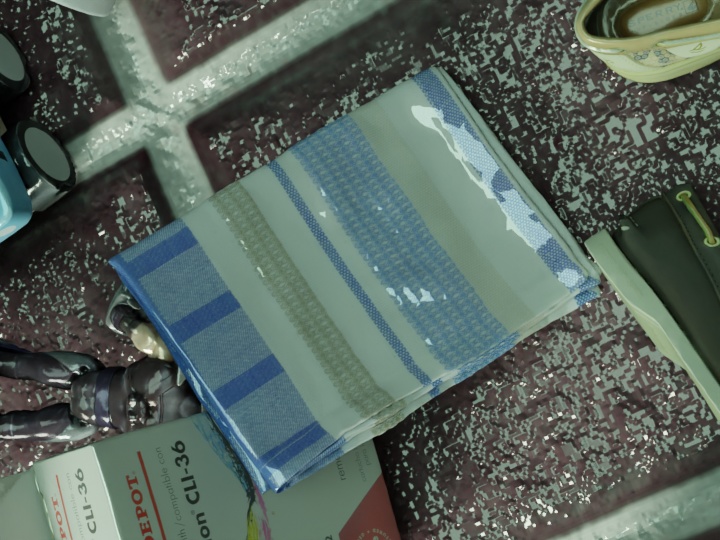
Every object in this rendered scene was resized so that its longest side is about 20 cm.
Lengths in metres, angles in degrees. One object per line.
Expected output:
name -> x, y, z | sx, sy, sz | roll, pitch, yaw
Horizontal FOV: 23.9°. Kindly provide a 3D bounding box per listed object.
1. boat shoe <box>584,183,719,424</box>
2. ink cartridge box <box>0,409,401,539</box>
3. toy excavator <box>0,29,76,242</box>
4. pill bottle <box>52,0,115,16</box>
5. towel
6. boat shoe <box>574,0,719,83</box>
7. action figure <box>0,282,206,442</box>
boat shoe -> 0.176, 0.041, 0.756 | 0.061, 0.072, 0.201 | -37, 57, 5
ink cartridge box -> -0.080, 0.130, 0.817 | 0.067, 0.200, 0.117 | -23, 82, 50
toy excavator -> -0.238, -0.036, 0.881 | 0.100, 0.200, 0.195 | -31, 80, 21
pill bottle -> -0.126, -0.239, 0.876 | 0.112, 0.112, 0.200 | 31, 102, 19
towel -> 0.000, 0.000, 0.822 | 0.200, 0.024, 0.147 | -31, 76, -15
boat shoe -> 0.193, -0.143, 0.770 | 0.200, 0.063, 0.073 | -29, 80, 20
action figure -> -0.149, 0.067, 0.921 | 0.200, 0.069, 0.130 | 3, 86, 11
